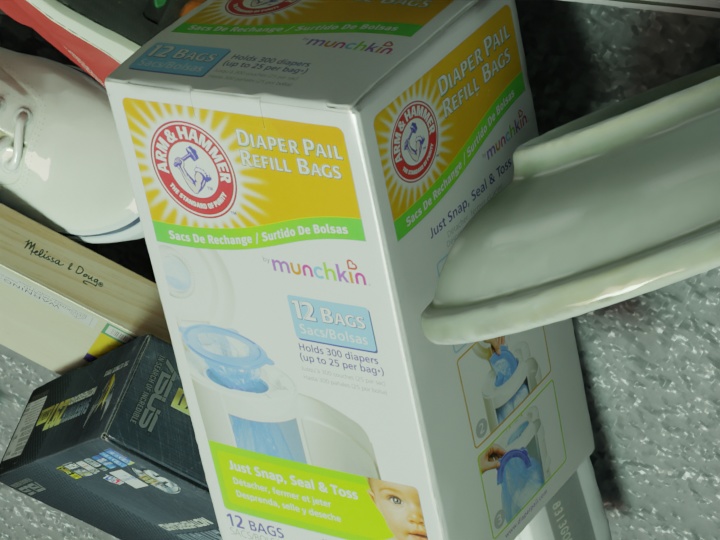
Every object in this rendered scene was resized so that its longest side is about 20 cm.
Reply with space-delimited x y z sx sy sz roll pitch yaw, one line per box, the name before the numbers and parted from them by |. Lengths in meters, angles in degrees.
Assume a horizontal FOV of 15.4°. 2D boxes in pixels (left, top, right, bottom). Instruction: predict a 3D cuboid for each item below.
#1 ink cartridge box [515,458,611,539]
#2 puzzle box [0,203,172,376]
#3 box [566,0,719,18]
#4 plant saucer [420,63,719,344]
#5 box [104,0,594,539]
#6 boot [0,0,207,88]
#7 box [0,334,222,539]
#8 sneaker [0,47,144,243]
ink cartridge box | 0.007 0.038 1.130 0.200 0.047 0.160 24 144 43
puzzle box | -0.127 0.016 1.133 0.200 0.025 0.133 28 162 -6
box | 0.125 -0.139 0.823 0.200 0.060 0.117 11 136 30
plant saucer | 0.106 -0.035 0.847 0.200 0.200 0.050 -18 94 47
box | 0.000 0.000 0.952 0.112 0.101 0.200 10 126 34
boot | -0.082 -0.093 1.042 0.200 0.072 0.144 38 171 -28
box | -0.058 0.094 1.131 0.157 0.051 0.200 27 164 -15
sneaker | -0.161 -0.060 1.090 0.200 0.071 0.073 20 102 31
